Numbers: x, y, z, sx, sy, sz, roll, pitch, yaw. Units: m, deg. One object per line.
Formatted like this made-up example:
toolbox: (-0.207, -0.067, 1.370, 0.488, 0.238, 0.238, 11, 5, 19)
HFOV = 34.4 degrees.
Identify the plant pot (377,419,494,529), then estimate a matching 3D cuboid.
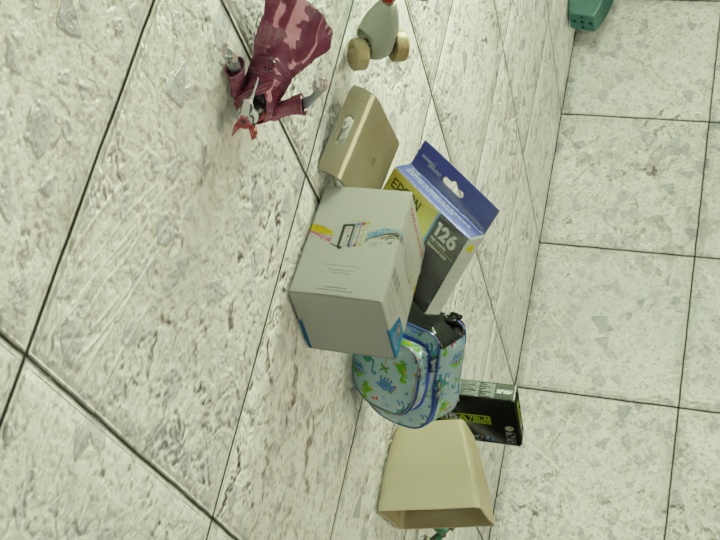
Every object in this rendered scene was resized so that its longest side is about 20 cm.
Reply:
plant pot: (0.149, 0.396, 2.269, 0.200, 0.196, 0.180, 57, 31, -63)

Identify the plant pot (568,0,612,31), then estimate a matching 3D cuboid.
plant pot: (0.781, -0.927, 3.957, 0.142, 0.139, 0.203, 60, 46, -61)

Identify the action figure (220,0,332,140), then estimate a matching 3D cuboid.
action figure: (-0.116, -0.243, 1.413, 0.148, 0.133, 0.202, -19, -138, 63)

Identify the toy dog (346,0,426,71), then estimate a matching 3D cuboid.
toy dog: (0.028, -0.402, 1.762, 0.130, 0.097, 0.202, 6, 124, -36)

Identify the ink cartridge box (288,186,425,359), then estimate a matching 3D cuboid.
ink cartridge box: (0.000, 0.000, 1.719, 0.148, 0.142, 0.202, 73, 28, -51)

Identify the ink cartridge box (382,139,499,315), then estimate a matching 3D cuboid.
ink cartridge box: (0.100, -0.070, 1.833, 0.047, 0.198, 0.202, 0, 127, -45)

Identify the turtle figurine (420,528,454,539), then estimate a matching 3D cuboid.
turtle figurine: (0.168, 0.527, 2.509, 0.200, 0.099, 0.153, -44, 136, -72)

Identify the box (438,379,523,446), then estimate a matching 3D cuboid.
box: (0.249, 0.305, 2.519, 0.194, 0.196, 0.048, 72, 28, -53)

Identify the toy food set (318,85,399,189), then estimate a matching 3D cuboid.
toy food set: (-0.006, -0.176, 1.814, 0.145, 0.060, 0.200, -68, 157, -14)

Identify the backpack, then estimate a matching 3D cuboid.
backpack: (0.074, 0.164, 1.967, 0.146, 0.181, 0.203, -27, 128, -42)
